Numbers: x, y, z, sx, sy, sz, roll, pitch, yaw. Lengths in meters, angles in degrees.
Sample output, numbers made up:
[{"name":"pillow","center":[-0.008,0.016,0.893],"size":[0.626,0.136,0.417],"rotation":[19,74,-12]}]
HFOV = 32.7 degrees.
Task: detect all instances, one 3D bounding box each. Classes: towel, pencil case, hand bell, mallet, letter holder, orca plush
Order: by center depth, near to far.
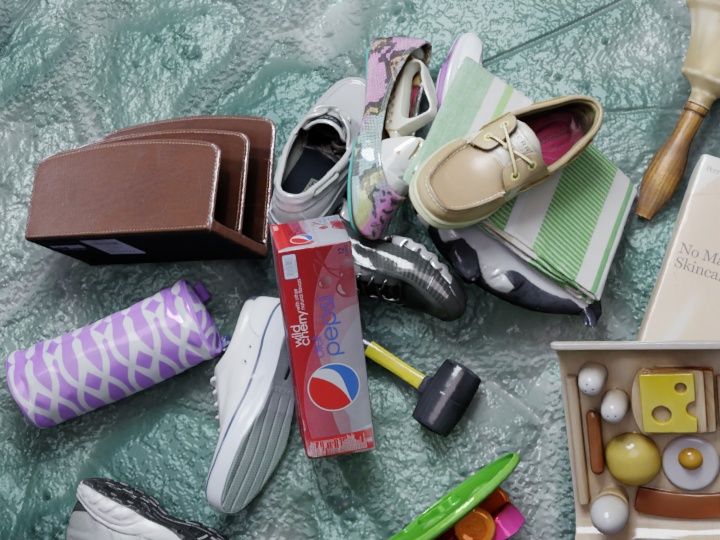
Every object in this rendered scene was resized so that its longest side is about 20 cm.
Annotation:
[{"name":"towel","center":[0.146,-0.078,1.071],"size":[0.200,0.023,0.153],"rotation":[33,58,-10]},{"name":"orca plush","center":[0.120,-0.012,1.086],"size":[0.200,0.071,0.105],"rotation":[24,59,-17]},{"name":"hand bell","center":[0.300,-0.138,1.104],"size":[0.104,0.104,0.200],"rotation":[25,95,13]},{"name":"mallet","center":[0.020,0.067,1.119],"size":[0.200,0.041,0.066],"rotation":[39,88,18]},{"name":"letter holder","center":[-0.188,-0.087,1.121],"size":[0.200,0.101,0.142],"rotation":[-2,76,25]},{"name":"pencil case","center":[-0.226,0.073,1.132],"size":[0.200,0.084,0.086],"rotation":[-22,41,1]}]

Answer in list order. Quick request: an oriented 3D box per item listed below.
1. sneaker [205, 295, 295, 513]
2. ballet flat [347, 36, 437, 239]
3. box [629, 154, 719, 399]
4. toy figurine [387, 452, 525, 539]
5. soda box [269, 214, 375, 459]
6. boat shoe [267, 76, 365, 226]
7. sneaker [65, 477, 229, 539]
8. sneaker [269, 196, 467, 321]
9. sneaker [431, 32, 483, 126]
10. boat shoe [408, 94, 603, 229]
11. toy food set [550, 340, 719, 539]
[{"name":"sneaker","center":[-0.102,0.119,1.117],"size":[0.071,0.073,0.200],"rotation":[14,79,35]},{"name":"ballet flat","center":[0.033,-0.125,1.091],"size":[0.071,0.069,0.200],"rotation":[-7,63,29]},{"name":"box","center":[0.305,0.011,1.064],"size":[0.095,0.078,0.200],"rotation":[17,82,11]},{"name":"toy figurine","center":[0.107,0.284,1.025],"size":[0.200,0.150,0.184],"rotation":[-39,85,22]},{"name":"soda box","center":[-0.032,0.058,1.054],"size":[0.063,0.070,0.200],"rotation":[-9,112,-7]},{"name":"boat shoe","center":[-0.031,-0.117,1.110],"size":[0.072,0.066,0.200],"rotation":[22,54,12]},{"name":"sneaker","center":[-0.176,0.259,1.095],"size":[0.200,0.074,0.079],"rotation":[25,92,19]},{"name":"sneaker","center":[0.000,0.000,1.107],"size":[0.200,0.067,0.091],"rotation":[34,59,17]},{"name":"sneaker","center":[0.114,-0.118,1.130],"size":[0.099,0.075,0.200],"rotation":[1,87,2]},{"name":"boat shoe","center":[0.124,-0.099,1.015],"size":[0.200,0.066,0.074],"rotation":[-32,84,-34]},{"name":"toy food set","center":[0.237,0.149,1.009],"size":[0.143,0.060,0.200],"rotation":[-2,109,20]}]
